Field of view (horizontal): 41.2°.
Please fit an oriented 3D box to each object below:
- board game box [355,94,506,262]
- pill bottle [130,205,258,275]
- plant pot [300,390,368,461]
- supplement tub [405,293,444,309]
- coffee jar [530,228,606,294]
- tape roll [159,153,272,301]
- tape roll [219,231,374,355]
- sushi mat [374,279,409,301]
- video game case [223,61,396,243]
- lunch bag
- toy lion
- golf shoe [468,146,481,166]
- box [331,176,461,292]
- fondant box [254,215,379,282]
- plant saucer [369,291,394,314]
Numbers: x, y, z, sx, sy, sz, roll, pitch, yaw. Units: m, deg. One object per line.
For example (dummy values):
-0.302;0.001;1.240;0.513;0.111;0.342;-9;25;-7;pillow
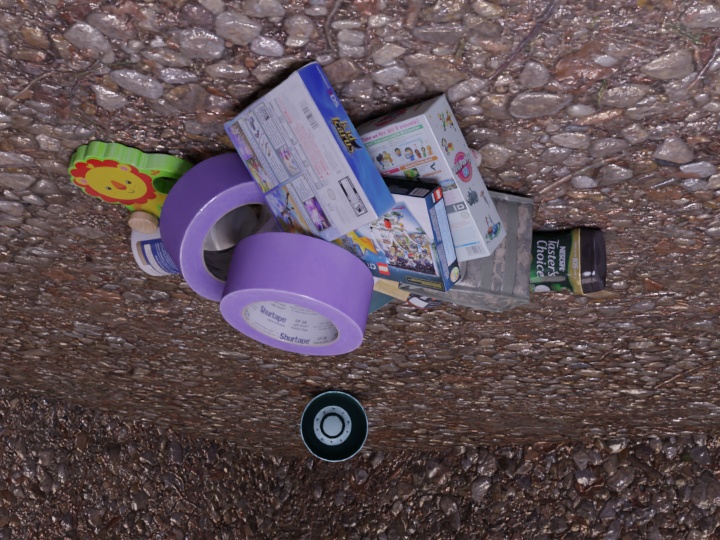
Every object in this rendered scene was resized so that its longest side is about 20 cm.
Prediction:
0.082;-0.107;1.242;0.146;0.064;0.202;-11;115;42;board game box
-0.267;-0.055;1.565;0.197;0.113;0.111;-6;158;28;pill bottle
-0.081;0.462;2.856;0.197;0.204;0.161;5;172;-3;plant pot
0.136;-0.009;1.613;0.105;0.109;0.200;9;160;-14;supplement tub
0.302;-0.013;1.571;0.197;0.106;0.085;-3;162;17;coffee jar
-0.184;-0.061;1.391;0.198;0.085;0.202;-20;132;-23;tape roll
-0.084;0.035;1.288;0.197;0.086;0.201;11;153;5;tape roll
0.000;0.000;1.593;0.197;0.012;0.096;20;155;-10;sushi mat
-0.068;-0.135;1.213;0.045;0.202;0.180;-35;-171;-40;video game case
0.152;-0.039;1.440;0.197;0.167;0.117;10;165;-17;lunch bag
-0.331;-0.135;1.449;0.197;0.070;0.192;-6;150;27;toy lion
0.094;-0.124;1.355;0.087;0.078;0.200;6;161;-21;golf shoe
0.029;-0.054;1.248;0.198;0.038;0.138;13;131;40;box
-0.047;-0.033;1.399;0.144;0.058;0.200;-46;138;4;fondant box
-0.011;0.069;1.805;0.198;0.036;0.200;-28;-178;1;plant saucer
